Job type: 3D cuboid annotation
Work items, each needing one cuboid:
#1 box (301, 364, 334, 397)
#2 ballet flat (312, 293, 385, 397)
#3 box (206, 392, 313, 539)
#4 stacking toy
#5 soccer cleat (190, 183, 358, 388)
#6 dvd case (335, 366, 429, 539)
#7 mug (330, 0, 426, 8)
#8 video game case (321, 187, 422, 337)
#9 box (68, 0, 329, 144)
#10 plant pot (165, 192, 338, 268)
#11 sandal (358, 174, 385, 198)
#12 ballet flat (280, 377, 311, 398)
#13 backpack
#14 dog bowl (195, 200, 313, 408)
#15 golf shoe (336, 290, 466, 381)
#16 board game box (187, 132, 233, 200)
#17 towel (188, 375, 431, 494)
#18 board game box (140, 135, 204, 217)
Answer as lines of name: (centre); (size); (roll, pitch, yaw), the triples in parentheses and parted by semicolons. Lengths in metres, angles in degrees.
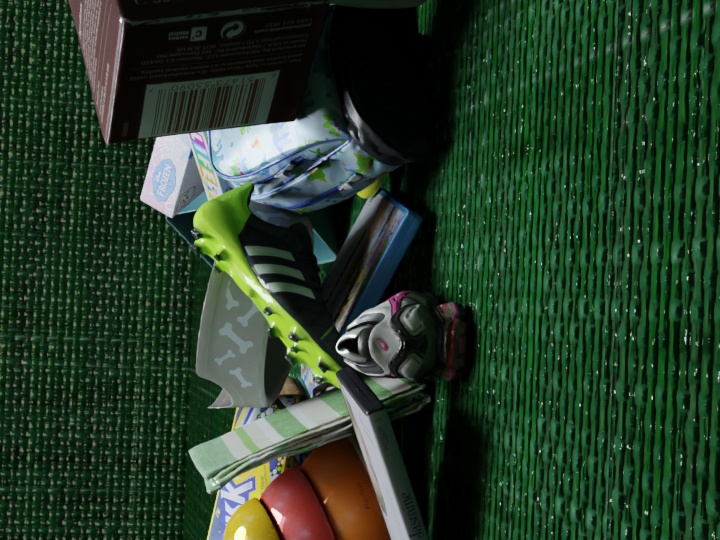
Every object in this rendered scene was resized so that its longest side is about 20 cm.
box: (-0.026, 0.111, 1.810); (0.200, 0.040, 0.137); (122, 147, -68)
ballet flat: (-0.009, 0.094, 1.641); (0.067, 0.070, 0.200); (95, 174, -66)
box: (-0.088, 0.215, 1.621); (0.064, 0.070, 0.200); (51, -138, -48)
stacking toy: (-0.067, 0.227, 1.514); (0.146, 0.200, 0.146); (162, 90, -77)
soccer cleat: (-0.058, 0.011, 1.485); (0.200, 0.081, 0.068); (49, 159, 11)
dvd case: (0.028, 0.181, 1.377); (0.143, 0.018, 0.200); (-141, 31, -76)
mug: (0.029, -0.301, 1.403); (0.200, 0.148, 0.176); (4, 91, 47)
video game case: (0.000, 0.000, 1.591); (0.143, 0.018, 0.200); (-61, 11, 4)
box: (-0.138, -0.232, 1.412); (0.164, 0.166, 0.200); (111, 146, -58)
plant pot: (-0.108, -0.117, 1.945); (0.141, 0.141, 0.200); (51, -144, -49)
sandal: (-0.006, -0.169, 1.635); (0.079, 0.087, 0.200); (-135, 57, -77)
ballet flat: (-0.052, 0.182, 1.698); (0.200, 0.072, 0.068); (56, 165, 39)
backpack: (-0.040, -0.132, 1.534); (0.200, 0.154, 0.163); (-38, 55, 57)
dog bowl: (-0.091, 0.032, 1.605); (0.200, 0.059, 0.200); (11, -90, -82)
golf shoe: (0.024, 0.051, 1.433); (0.200, 0.092, 0.073); (162, 109, -80)
board game box: (-0.072, -0.159, 1.656); (0.034, 0.200, 0.135); (33, 151, 37)
towel: (-0.046, 0.133, 1.523); (0.153, 0.200, 0.023); (-159, 47, -79)
board game box: (-0.125, -0.177, 1.732); (0.199, 0.043, 0.200); (-45, -19, -49)
